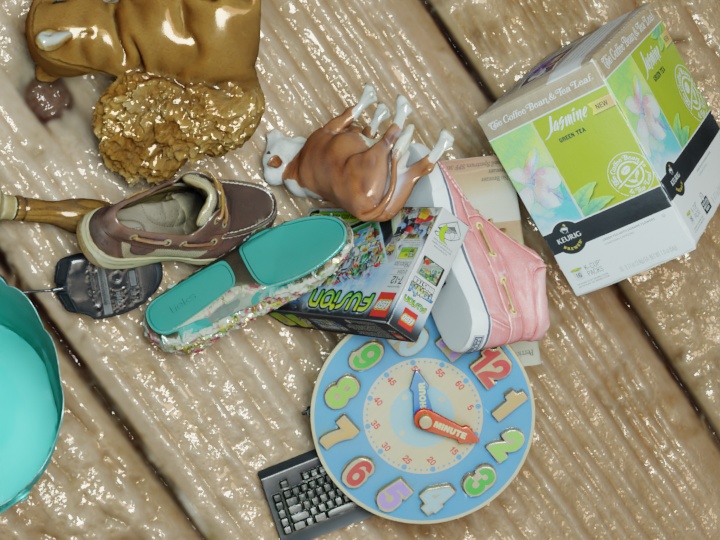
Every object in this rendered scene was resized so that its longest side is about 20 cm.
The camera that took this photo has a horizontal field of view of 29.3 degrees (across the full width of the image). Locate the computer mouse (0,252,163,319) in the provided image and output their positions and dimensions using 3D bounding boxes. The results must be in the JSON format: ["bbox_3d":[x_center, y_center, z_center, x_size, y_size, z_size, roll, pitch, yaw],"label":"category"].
[{"bbox_3d":[-0.266,0.017,1.164,0.200,0.034,0.059,-9,101,-19],"label":"computer mouse"}]

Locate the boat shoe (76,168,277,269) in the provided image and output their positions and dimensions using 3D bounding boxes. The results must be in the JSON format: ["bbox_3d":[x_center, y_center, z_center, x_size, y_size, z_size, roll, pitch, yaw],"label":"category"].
[{"bbox_3d":[-0.142,-0.048,1.174,0.200,0.072,0.072,-9,73,-42],"label":"boat shoe"}]

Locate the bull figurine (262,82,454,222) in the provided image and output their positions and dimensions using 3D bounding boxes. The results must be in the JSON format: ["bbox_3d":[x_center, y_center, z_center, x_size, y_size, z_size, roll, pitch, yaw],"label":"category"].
[{"bbox_3d":[-0.008,-0.101,1.200,0.121,0.200,0.065,-51,127,-4],"label":"bull figurine"}]

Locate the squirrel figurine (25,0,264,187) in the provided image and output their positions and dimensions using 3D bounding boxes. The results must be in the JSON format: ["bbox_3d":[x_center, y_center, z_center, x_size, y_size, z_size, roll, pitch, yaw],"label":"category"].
[{"bbox_3d":[-0.183,-0.175,1.158,0.186,0.142,0.200,-7,86,-18],"label":"squirrel figurine"}]

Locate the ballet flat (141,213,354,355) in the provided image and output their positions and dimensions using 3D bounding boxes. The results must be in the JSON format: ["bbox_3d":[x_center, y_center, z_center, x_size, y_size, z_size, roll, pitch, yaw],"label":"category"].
[{"bbox_3d":[-0.095,0.013,1.192,0.200,0.064,0.076,-25,61,2],"label":"ballet flat"}]

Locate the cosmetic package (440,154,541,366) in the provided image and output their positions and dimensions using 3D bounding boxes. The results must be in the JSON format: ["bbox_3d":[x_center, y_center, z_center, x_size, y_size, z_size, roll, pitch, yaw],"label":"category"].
[{"bbox_3d":[0.095,-0.002,1.292,0.103,0.087,0.200,-9,90,-24],"label":"cosmetic package"}]

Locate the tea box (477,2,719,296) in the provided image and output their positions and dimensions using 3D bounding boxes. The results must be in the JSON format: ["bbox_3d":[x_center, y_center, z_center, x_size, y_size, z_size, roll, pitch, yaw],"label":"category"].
[{"bbox_3d":[0.239,-0.118,1.300,0.197,0.134,0.200,58,35,-9],"label":"tea box"}]

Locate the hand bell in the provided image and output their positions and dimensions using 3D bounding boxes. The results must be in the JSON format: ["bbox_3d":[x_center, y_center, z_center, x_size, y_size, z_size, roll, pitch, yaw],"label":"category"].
[{"bbox_3d":[-0.279,-0.051,1.144,0.200,0.104,0.104,8,82,-37],"label":"hand bell"}]

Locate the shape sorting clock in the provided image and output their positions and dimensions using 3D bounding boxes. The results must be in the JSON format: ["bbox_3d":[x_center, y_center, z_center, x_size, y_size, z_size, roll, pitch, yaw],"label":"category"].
[{"bbox_3d":[0.055,0.130,1.217,0.200,0.039,0.200,0,98,-3],"label":"shape sorting clock"}]

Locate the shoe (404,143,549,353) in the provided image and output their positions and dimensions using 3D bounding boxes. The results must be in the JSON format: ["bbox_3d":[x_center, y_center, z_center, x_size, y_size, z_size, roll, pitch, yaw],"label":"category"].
[{"bbox_3d":[0.096,-0.022,1.204,0.091,0.071,0.200,-4,63,-31],"label":"shoe"}]

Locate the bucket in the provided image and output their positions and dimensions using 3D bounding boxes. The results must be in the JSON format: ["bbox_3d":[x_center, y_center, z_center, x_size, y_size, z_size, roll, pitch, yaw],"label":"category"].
[{"bbox_3d":[-0.319,0.102,1.037,0.207,0.135,0.207,2,73,-8],"label":"bucket"}]

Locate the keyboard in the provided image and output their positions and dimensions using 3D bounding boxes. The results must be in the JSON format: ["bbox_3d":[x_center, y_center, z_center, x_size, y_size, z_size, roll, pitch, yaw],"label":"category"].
[{"bbox_3d":[0.004,0.161,1.251,0.200,0.021,0.127,-20,97,-13],"label":"keyboard"}]

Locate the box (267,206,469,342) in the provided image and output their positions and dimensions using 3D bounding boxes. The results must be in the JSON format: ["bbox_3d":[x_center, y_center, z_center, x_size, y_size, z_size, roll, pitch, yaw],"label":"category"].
[{"bbox_3d":[0.000,0.000,1.186,0.035,0.200,0.110,35,72,-31],"label":"box"}]
